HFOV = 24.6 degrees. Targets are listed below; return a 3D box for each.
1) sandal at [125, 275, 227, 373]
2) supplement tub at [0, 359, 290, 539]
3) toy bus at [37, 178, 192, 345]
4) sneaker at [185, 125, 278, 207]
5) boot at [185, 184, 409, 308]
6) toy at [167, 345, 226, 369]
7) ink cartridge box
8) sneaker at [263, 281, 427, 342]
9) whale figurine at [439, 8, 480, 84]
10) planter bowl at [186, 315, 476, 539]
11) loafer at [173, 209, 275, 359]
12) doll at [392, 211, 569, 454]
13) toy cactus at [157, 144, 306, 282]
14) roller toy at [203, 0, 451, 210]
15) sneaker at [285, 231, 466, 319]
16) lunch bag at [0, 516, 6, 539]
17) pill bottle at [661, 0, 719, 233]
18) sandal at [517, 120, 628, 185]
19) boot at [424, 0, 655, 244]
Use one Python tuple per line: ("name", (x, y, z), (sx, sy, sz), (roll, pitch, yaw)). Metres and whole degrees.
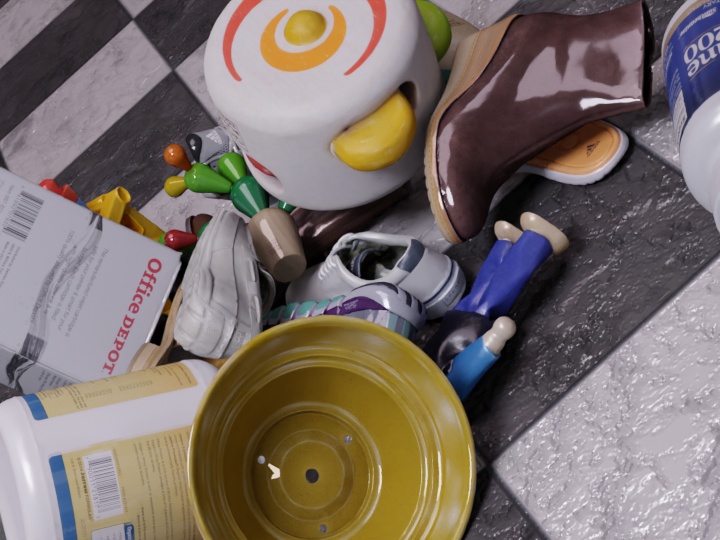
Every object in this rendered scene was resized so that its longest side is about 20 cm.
("sandal", (-0.138, 0.071, 1.363), (0.212, 0.069, 0.078), (-66, -6, -64))
("supplement tub", (-0.159, 0.147, 1.204), (0.198, 0.146, 0.145), (-11, 22, -21))
("toy bus", (-0.247, 0.019, 1.500), (0.135, 0.192, 0.201), (-23, 36, 26))
("sneaker", (-0.098, -0.129, 1.514), (0.201, 0.114, 0.076), (-63, 38, 41))
("boot", (-0.056, -0.060, 1.503), (0.200, 0.064, 0.187), (-43, 38, 2))
("toy", (-0.163, 0.133, 1.385), (0.114, 0.048, 0.200), (8, 43, 41))
("ink cartridge box", (-0.269, 0.019, 1.370), (0.084, 0.198, 0.146), (-49, 18, 58))
("sneaker", (-0.033, 0.073, 1.286), (0.199, 0.074, 0.088), (-24, 43, 49))
("whale figurine", (0.065, -0.174, 1.481), (0.199, 0.105, 0.158), (18, 26, 39))
("planter bowl", (-0.026, 0.138, 1.131), (0.201, 0.200, 0.083), (-52, 3, -17))
("loafer", (-0.102, 0.014, 1.294), (0.070, 0.069, 0.201), (-61, 13, 25))
("doll", (0.081, 0.049, 1.206), (0.201, 0.048, 0.136), (-57, 16, -21))
("toy cactus", (-0.088, -0.060, 1.423), (0.199, 0.103, 0.166), (-29, 46, -2))
("roller toy", (-0.029, -0.154, 1.328), (0.180, 0.140, 0.202), (-1, 56, 19))
("sneaker", (0.000, 0.000, 1.348), (0.199, 0.071, 0.073), (-9, 43, 47))
("lunch bag", (-0.348, 0.193, 1.385), (0.117, 0.200, 0.165), (6, 55, 52))
("pill bottle", (0.268, -0.103, 1.122), (0.110, 0.111, 0.201), (-28, 33, 23))
("sandal", (0.139, -0.123, 1.354), (0.079, 0.059, 0.206), (-50, 30, -14))
("boot", (0.139, -0.118, 1.272), (0.165, 0.072, 0.202), (-6, 59, 30))
